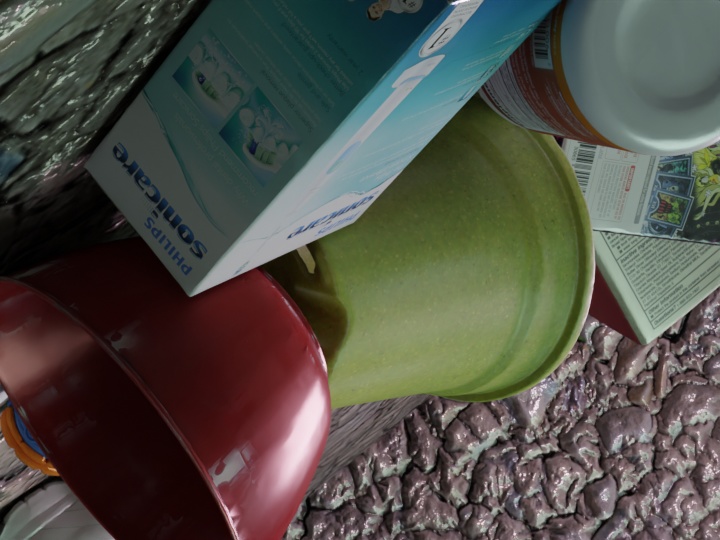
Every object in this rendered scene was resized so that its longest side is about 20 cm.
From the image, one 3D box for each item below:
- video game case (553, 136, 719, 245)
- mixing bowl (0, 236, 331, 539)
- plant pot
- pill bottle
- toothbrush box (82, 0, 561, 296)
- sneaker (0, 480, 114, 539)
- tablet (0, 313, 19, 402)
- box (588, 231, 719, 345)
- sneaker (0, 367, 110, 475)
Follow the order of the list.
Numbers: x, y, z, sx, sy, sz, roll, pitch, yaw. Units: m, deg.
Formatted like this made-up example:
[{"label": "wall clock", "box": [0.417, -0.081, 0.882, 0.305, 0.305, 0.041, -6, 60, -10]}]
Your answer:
[{"label": "video game case", "box": [0.202, -0.117, 1.071, 0.181, 0.036, 0.201, 5, 104, -27]}, {"label": "mixing bowl", "box": [-0.087, 0.058, 0.866, 0.108, 0.200, 0.200, -37, 171, -26]}, {"label": "plant pot", "box": [0.000, 0.000, 0.993, 0.184, 0.201, 0.200, -17, 157, -47]}, {"label": "pill bottle", "box": [0.119, -0.123, 0.906, 0.112, 0.112, 0.200, -38, -162, -8]}, {"label": "toothbrush box", "box": [-0.009, -0.094, 0.794, 0.200, 0.085, 0.146, -47, 168, 35]}, {"label": "sneaker", "box": [-0.192, 0.185, 1.382, 0.200, 0.087, 0.075, -36, 168, -26]}, {"label": "tablet", "box": [-0.247, 0.091, 0.964, 0.200, 0.014, 0.130, -40, 171, 3]}, {"label": "box", "box": [0.166, -0.074, 1.153, 0.128, 0.200, 0.109, -38, -152, -9]}, {"label": "sneaker", "box": [-0.114, 0.045, 1.010, 0.200, 0.075, 0.078, -43, -177, -38]}]
